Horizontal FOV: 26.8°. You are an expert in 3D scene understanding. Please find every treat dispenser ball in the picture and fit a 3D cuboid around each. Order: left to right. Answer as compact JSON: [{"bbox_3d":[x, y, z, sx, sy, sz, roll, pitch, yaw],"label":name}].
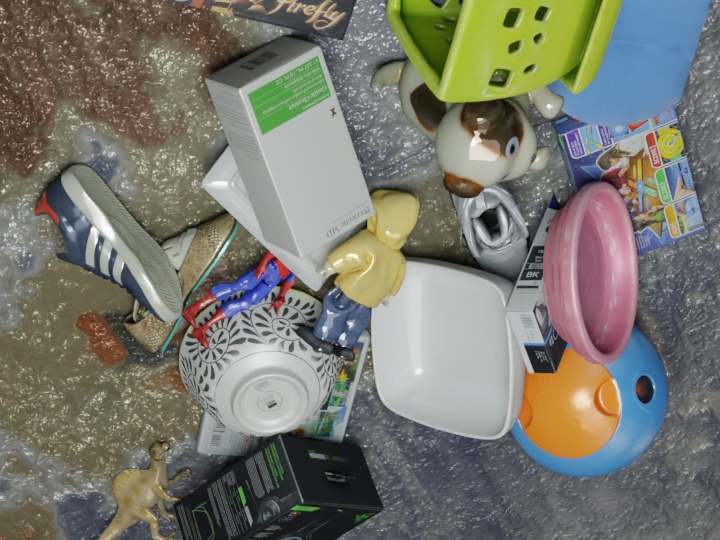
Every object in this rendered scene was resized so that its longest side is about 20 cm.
[{"bbox_3d":[0.267,0.145,1.805,0.199,0.202,0.202,-5,126,-7],"label":"treat dispenser ball"}]

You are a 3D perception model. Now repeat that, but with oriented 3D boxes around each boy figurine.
[{"bbox_3d":[0.000,0.000,1.688,0.124,0.064,0.201,17,101,-46],"label":"boy figurine"}]

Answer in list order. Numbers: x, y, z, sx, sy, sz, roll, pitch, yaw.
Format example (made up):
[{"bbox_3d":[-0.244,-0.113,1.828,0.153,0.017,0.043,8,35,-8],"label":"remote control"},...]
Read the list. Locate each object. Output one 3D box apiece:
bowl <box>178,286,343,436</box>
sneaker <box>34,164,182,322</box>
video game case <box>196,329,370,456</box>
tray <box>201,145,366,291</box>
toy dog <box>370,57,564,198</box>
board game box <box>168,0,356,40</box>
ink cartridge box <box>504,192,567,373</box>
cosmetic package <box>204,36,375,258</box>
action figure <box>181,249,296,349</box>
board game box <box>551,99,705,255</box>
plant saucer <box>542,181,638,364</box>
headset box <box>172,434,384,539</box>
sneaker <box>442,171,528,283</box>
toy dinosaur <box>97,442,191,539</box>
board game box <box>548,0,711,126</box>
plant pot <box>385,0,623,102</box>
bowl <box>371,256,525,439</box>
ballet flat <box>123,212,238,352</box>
[{"bbox_3d":[-0.109,0.127,1.760,0.199,0.095,0.202,-6,125,-8],"label":"bowl"},{"bbox_3d":[-0.276,-0.016,1.647,0.084,0.075,0.201,-34,97,20],"label":"sneaker"},{"bbox_3d":[-0.096,0.149,1.849,0.180,0.022,0.201,6,123,-15],"label":"video game case"},{"bbox_3d":[-0.076,-0.074,1.663,0.200,0.022,0.108,44,74,-32],"label":"tray"},{"bbox_3d":[0.118,-0.165,1.557,0.192,0.201,0.140,15,121,-20],"label":"toy dog"},{"bbox_3d":[-0.093,-0.317,1.511,0.198,0.035,0.136,9,122,-17],"label":"board game box"},{"bbox_3d":[0.220,0.011,1.709,0.039,0.201,0.100,-2,133,29],"label":"ink cartridge box"},{"bbox_3d":[-0.072,-0.129,1.582,0.107,0.085,0.201,-33,119,-21],"label":"cosmetic package"},{"bbox_3d":[-0.108,0.010,1.705,0.200,0.052,0.066,-39,133,-13],"label":"action figure"},{"bbox_3d":[0.310,-0.107,1.737,0.134,0.035,0.201,-20,125,4],"label":"board game box"},{"bbox_3d":[0.254,0.003,1.681,0.050,0.201,0.201,-2,133,29],"label":"plant saucer"},{"bbox_3d":[-0.094,0.286,1.845,0.199,0.093,0.174,-35,152,24],"label":"headset box"},{"bbox_3d":[0.150,-0.040,1.705,0.075,0.115,0.201,-22,126,5],"label":"sneaker"},{"bbox_3d":[-0.273,0.296,1.909,0.101,0.058,0.201,31,107,-12],"label":"toy dinosaur"},{"bbox_3d":[0.282,-0.253,1.624,0.156,0.039,0.202,4,122,-10],"label":"board game box"},{"bbox_3d":[0.151,-0.290,1.484,0.180,0.201,0.200,1,124,-21],"label":"plant pot"},{"bbox_3d":[0.111,0.082,1.748,0.074,0.198,0.202,-21,117,-47],"label":"bowl"},{"bbox_3d":[-0.209,0.007,1.701,0.065,0.071,0.201,29,112,-11],"label":"ballet flat"}]
